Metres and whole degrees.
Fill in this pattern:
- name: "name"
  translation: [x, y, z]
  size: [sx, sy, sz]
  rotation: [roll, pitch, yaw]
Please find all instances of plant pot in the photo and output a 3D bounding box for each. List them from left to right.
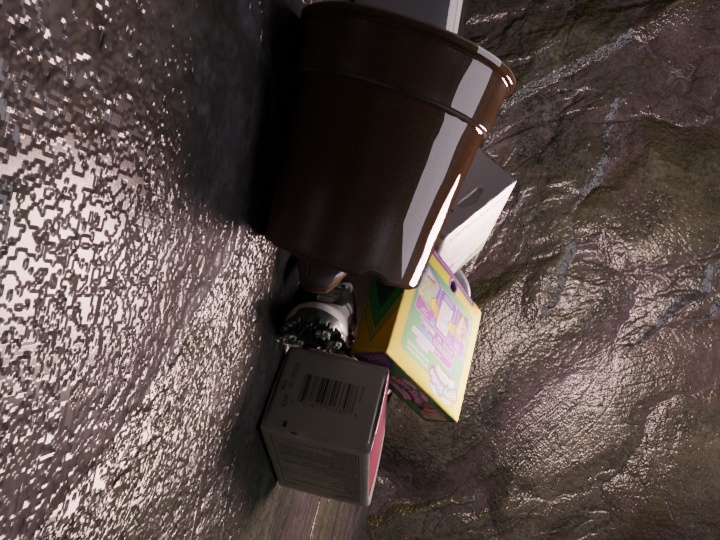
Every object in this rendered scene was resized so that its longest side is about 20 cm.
- name: "plant pot"
  translation: [0.012, -0.100, 0.550]
  size: [0.200, 0.199, 0.200]
  rotation: [-20, 129, -80]

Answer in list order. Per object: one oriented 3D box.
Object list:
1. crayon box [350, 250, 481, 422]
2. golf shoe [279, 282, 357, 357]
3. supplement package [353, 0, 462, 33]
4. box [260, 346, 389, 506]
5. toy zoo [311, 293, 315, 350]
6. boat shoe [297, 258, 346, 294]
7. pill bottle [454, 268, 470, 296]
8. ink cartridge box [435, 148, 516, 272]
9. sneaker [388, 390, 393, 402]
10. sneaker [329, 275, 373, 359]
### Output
- name: "crayon box"
  translation: [0.081, 0.079, 0.798]
  size: [0.200, 0.058, 0.174]
  rotation: [48, 51, -40]
- name: "golf shoe"
  translation: [-0.043, 0.049, 0.709]
  size: [0.200, 0.076, 0.089]
  rotation: [70, 30, -78]
- name: "supplement package"
  translation: [0.065, -0.319, 0.790]
  size: [0.200, 0.116, 0.118]
  rotation: [-63, 163, -59]
- name: "box"
  translation: [-0.037, 0.199, 0.756]
  size: [0.201, 0.127, 0.110]
  rotation: [90, 13, -54]
- name: "toy zoo"
  translation: [-0.045, 0.059, 0.876]
  size: [0.132, 0.020, 0.201]
  rotation: [-66, 165, -55]
- name: "boat shoe"
  translation: [-0.025, -0.028, 0.730]
  size: [0.200, 0.075, 0.072]
  rotation: [-64, 165, -53]
- name: "pill bottle"
  translation: [0.125, 0.018, 1.081]
  size: [0.200, 0.111, 0.113]
  rotation: [-87, -174, -76]
- name: "ink cartridge box"
  translation: [0.125, -0.064, 0.882]
  size: [0.145, 0.084, 0.200]
  rotation: [-38, 162, -19]
- name: "sneaker"
  translation: [0.013, 0.193, 1.121]
  size: [0.077, 0.110, 0.201]
  rotation: [89, 15, -55]
- name: "sneaker"
  translation: [0.011, 0.097, 0.845]
  size: [0.074, 0.115, 0.202]
  rotation: [18, 85, -83]
